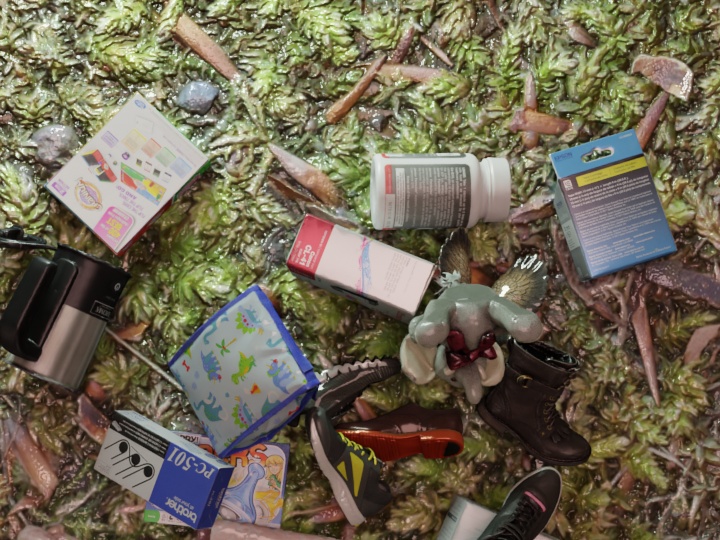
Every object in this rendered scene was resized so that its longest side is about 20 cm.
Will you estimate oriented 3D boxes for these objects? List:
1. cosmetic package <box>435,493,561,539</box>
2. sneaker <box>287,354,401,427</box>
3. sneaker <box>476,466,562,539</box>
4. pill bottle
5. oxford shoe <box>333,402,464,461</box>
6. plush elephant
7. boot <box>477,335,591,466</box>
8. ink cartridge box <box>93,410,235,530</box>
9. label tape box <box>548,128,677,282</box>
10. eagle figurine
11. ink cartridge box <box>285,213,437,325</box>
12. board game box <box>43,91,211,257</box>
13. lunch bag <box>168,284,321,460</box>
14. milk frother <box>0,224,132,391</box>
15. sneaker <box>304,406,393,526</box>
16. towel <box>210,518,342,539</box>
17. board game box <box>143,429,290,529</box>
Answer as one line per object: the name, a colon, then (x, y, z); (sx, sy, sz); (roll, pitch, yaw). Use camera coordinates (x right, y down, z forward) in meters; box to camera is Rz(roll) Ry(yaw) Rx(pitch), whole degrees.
cosmetic package: (0.195, 0.459, 1.630); (0.199, 0.123, 0.200); (24, 84, -1)
sneaker: (-0.032, 0.182, 1.672); (0.200, 0.066, 0.091); (-14, 88, -2)
sneaker: (0.217, 0.348, 1.535); (0.071, 0.099, 0.200); (43, 77, 5)
pill bottle: (0.118, -0.118, 1.687); (0.200, 0.114, 0.114); (-1, 84, -4)
oxford shoe: (0.053, 0.237, 1.681); (0.200, 0.071, 0.073); (1, 50, 3)
plush elephant: (0.141, 0.106, 1.534); (0.165, 0.200, 0.155); (-6, 111, -8)
boot: (0.275, 0.189, 1.637); (0.200, 0.174, 0.069); (26, 42, 0)
ink cartridge box: (-0.280, 0.280, 1.600); (0.200, 0.044, 0.094); (23, 94, 27)
label tape box: (0.380, -0.098, 1.730); (0.143, 0.066, 0.200); (-17, 83, -6)
eagle figurine: (0.165, 0.055, 1.657); (0.151, 0.152, 0.200); (41, 117, 34)
ink cartridge box: (0.000, 0.000, 1.642); (0.200, 0.148, 0.086); (24, 83, 4)
board game box: (-0.347, -0.144, 1.692); (0.153, 0.040, 0.200); (44, 83, 1)
lunch bag: (-0.153, 0.139, 1.583); (0.127, 0.200, 0.170); (-18, 69, -45)
milk frother: (-0.468, 0.046, 1.631); (0.200, 0.180, 0.188); (17, 80, 41)
sneaker: (-0.017, 0.273, 1.639); (0.085, 0.074, 0.200); (-25, 112, -2)
towel: (-0.132, 0.465, 1.631); (0.200, 0.032, 0.191); (11, 96, -4)
board game box: (-0.209, 0.310, 1.658); (0.200, 0.034, 0.135); (6, 84, -4)
